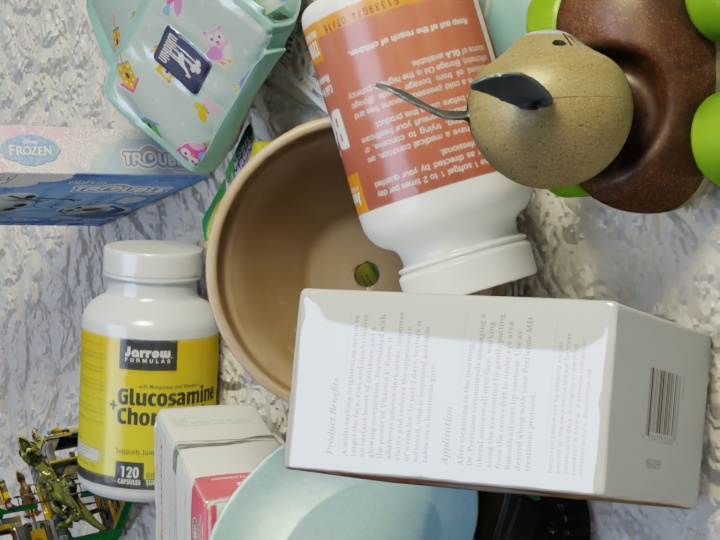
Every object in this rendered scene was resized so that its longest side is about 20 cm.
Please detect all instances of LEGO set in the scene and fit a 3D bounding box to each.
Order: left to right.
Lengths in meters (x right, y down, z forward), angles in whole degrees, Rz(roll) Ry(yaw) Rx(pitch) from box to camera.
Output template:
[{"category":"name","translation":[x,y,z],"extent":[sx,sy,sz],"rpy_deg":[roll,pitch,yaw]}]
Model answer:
[{"category":"LEGO set","translation":[-0.287,0.175,1.670],"extent":[0.154,0.200,0.116],"rpy_deg":[104,147,-55]}]

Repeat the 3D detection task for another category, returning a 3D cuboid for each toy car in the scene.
[{"category":"toy car","translation":[0.112,-0.109,1.075],"extent":[0.164,0.200,0.158],"rpy_deg":[-3,90,54]}]

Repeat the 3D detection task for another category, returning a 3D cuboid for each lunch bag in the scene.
[{"category":"lunch bag","translation":[-0.119,-0.195,1.442],"extent":[0.170,0.122,0.200],"rpy_deg":[-56,42,40]}]

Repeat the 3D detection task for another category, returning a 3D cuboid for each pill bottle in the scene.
[{"category":"pill bottle","translation":[-0.172,0.080,1.552],"extent":[0.112,0.112,0.200],"rpy_deg":[14,104,53]},{"category":"pill bottle","translation":[0.042,-0.082,1.189],"extent":[0.112,0.112,0.200],"rpy_deg":[-19,87,53]}]

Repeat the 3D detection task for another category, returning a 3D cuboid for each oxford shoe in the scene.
[{"category":"oxford shoe","translation":[0.099,0.149,1.228],"extent":[0.084,0.073,0.200],"rpy_deg":[-14,69,56]}]

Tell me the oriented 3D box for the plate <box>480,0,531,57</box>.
[{"category":"plate","translation":[0.051,-0.191,1.267],"extent":[0.200,0.026,0.201],"rpy_deg":[6,98,54]}]

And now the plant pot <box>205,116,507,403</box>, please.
[{"category":"plant pot","translation":[0.000,0.000,1.291],"extent":[0.093,0.200,0.201],"rpy_deg":[50,-147,-84]}]

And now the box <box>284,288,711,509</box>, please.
[{"category":"box","translation":[0.081,0.075,1.107],"extent":[0.200,0.152,0.107],"rpy_deg":[1,83,31]}]

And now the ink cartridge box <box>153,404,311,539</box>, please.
[{"category":"ink cartridge box","translation":[-0.096,0.197,1.403],"extent":[0.200,0.085,0.146],"rpy_deg":[-140,48,-67]}]

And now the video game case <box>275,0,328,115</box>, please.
[{"category":"video game case","translation":[0.017,-0.181,1.351],"extent":[0.200,0.023,0.182],"rpy_deg":[46,127,42]}]

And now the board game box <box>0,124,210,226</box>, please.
[{"category":"board game box","translation":[-0.261,-0.076,1.588],"extent":[0.199,0.200,0.043],"rpy_deg":[-19,75,53]}]

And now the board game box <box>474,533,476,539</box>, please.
[{"category":"board game box","translation":[0.029,0.215,1.313],"extent":[0.134,0.034,0.200],"rpy_deg":[-11,85,39]}]

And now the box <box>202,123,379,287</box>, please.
[{"category":"box","translation":[-0.053,-0.007,1.440],"extent":[0.200,0.048,0.117],"rpy_deg":[57,135,31]}]

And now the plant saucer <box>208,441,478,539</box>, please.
[{"category":"plant saucer","translation":[-0.008,0.181,1.231],"extent":[0.201,0.039,0.201],"rpy_deg":[-20,43,19]}]
